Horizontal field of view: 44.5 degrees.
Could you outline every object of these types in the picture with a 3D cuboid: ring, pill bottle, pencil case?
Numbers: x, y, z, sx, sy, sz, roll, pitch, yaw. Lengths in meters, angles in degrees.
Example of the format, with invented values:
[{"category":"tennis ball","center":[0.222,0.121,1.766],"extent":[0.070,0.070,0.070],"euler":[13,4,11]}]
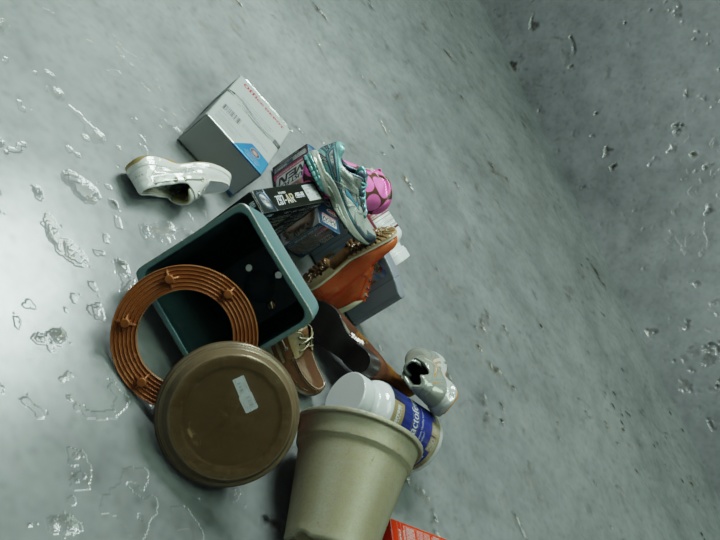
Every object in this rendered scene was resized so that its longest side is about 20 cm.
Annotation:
[{"category":"ring","center":[-0.239,0.091,1.200],"extent":[0.200,0.200,0.019],"euler":[55,-12,-5]},{"category":"pill bottle","center":[0.040,0.260,1.515],"extent":[0.200,0.116,0.116],"euler":[36,35,-33]},{"category":"pencil case","center":[-0.024,-0.171,1.663],"extent":[0.200,0.091,0.094],"euler":[16,84,-55]},{"category":"pill bottle","center":[0.012,-0.091,1.821],"extent":[0.200,0.113,0.113],"euler":[57,29,-2]}]

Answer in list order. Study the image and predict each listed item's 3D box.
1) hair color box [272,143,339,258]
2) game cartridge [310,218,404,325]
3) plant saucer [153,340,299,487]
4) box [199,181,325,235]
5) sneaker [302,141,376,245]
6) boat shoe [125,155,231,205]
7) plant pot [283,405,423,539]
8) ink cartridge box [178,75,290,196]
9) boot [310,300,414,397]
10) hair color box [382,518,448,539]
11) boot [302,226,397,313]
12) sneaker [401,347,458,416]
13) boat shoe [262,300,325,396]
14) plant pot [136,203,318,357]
[{"category":"hair color box","center":[-0.107,-0.136,1.691],"extent":[0.061,0.100,0.200],"euler":[29,39,-44]},{"category":"game cartridge","center":[-0.007,-0.010,1.689],"extent":[0.200,0.133,0.042],"euler":[58,28,2]},{"category":"plant saucer","center":[-0.177,0.196,1.189],"extent":[0.200,0.200,0.029],"euler":[52,-14,-11]},{"category":"box","center":[-0.172,-0.084,1.477],"extent":[0.044,0.160,0.200],"euler":[61,29,5]},{"category":"sneaker","center":[-0.016,-0.135,1.540],"extent":[0.200,0.086,0.078],"euler":[57,5,-22]},{"category":"boat shoe","center":[-0.292,-0.137,1.445],"extent":[0.200,0.071,0.069],"euler":[0,63,-48]},{"category":"plant pot","center":[-0.025,0.325,1.283],"extent":[0.200,0.200,0.184],"euler":[39,51,-30]},{"category":"ink cartridge box","center":[-0.229,-0.253,1.635],"extent":[0.145,0.084,0.200],"euler":[48,30,-17]},{"category":"boot","center":[0.007,0.144,1.618],"extent":[0.188,0.069,0.200],"euler":[36,2,34]},{"category":"hair color box","center":[0.073,0.456,1.377],"extent":[0.200,0.111,0.064],"euler":[33,37,-38]},{"category":"boot","center":[0.000,0.000,1.637],"extent":[0.107,0.200,0.075],"euler":[52,11,-21]},{"category":"sneaker","center":[0.110,0.179,1.596],"extent":[0.092,0.076,0.200],"euler":[41,6,-22]},{"category":"boat shoe","center":[-0.115,0.117,1.459],"extent":[0.200,0.072,0.076],"euler":[57,29,-2]},{"category":"plant pot","center":[-0.178,0.029,1.335],"extent":[0.196,0.196,0.200],"euler":[59,10,2]}]
